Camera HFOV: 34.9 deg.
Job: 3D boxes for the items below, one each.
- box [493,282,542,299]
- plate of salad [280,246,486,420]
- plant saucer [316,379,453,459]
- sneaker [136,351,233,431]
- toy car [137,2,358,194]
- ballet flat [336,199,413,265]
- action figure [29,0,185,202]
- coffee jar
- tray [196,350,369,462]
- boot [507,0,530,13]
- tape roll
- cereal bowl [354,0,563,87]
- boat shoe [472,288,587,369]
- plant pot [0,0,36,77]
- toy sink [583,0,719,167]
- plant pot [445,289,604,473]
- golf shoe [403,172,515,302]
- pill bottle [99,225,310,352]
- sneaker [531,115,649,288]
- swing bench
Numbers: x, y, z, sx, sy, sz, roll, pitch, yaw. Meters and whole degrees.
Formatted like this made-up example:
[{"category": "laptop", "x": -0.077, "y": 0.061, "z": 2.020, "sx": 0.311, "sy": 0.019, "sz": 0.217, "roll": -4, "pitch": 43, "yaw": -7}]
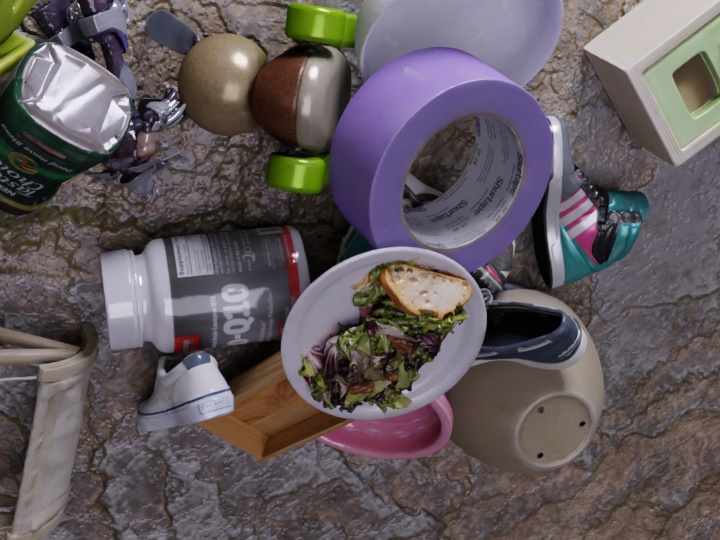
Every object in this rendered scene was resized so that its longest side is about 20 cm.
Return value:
[{"category": "box", "x": 0.102, "y": 0.074, "z": 1.283, "sx": 0.198, "sy": 0.040, "sz": 0.138, "roll": 10, "pitch": 110, "yaw": -20}, {"category": "plate of salad", "x": 0.025, "y": 0.068, "z": 1.061, "sx": 0.197, "sy": 0.048, "sz": 0.202, "roll": -8, "pitch": 126, "yaw": -11}, {"category": "plant saucer", "x": 0.004, "y": 0.131, "z": 1.213, "sx": 0.198, "sy": 0.051, "sz": 0.201, "roll": 12, "pitch": 146, "yaw": 8}, {"category": "sneaker", "x": -0.179, "y": 0.119, "z": 1.156, "sx": 0.072, "sy": 0.199, "sz": 0.072, "roll": -11, "pitch": 85, "yaw": -31}, {"category": "toy car", "x": -0.113, "y": -0.174, "z": 1.086, "sx": 0.197, "sy": 0.158, "sz": 0.166, "roll": 10, "pitch": 100, "yaw": 8}, {"category": "ballet flat", "x": 0.000, "y": 0.000, "z": 1.200, "sx": 0.071, "sy": 0.072, "sz": 0.202, "roll": 10, "pitch": 121, "yaw": -20}, {"category": "action figure", "x": -0.224, "y": -0.158, "z": 1.053, "sx": 0.129, "sy": 0.069, "sz": 0.202, "roll": -10, "pitch": 106, "yaw": 29}, {"category": "coffee jar", "x": -0.288, "y": -0.118, "z": 1.011, "sx": 0.104, "sy": 0.199, "sz": 0.086, "roll": 30, "pitch": 60, "yaw": -26}, {"category": "tray", "x": -0.084, "y": 0.139, "z": 1.188, "sx": 0.098, "sy": 0.037, "sz": 0.199, "roll": 33, "pitch": 142, "yaw": -21}, {"category": "boot", "x": 0.126, "y": -0.355, "z": 1.094, "sx": 0.153, "sy": 0.073, "sz": 0.202, "roll": 8, "pitch": 118, "yaw": -14}, {"category": "tape roll", "x": 0.075, "y": -0.098, "z": 1.065, "sx": 0.198, "sy": 0.085, "sz": 0.202, "roll": -16, "pitch": 125, "yaw": -23}, {"category": "cereal bowl", "x": 0.086, "y": -0.240, "z": 1.085, "sx": 0.197, "sy": 0.084, "sz": 0.201, "roll": -11, "pitch": 144, "yaw": -8}, {"category": "boat shoe", "x": 0.130, "y": 0.062, "z": 1.169, "sx": 0.062, "sy": 0.198, "sz": 0.075, "roll": 49, "pitch": 57, "yaw": -44}, {"category": "plant pot", "x": -0.356, "y": -0.248, "z": 0.914, "sx": 0.197, "sy": 0.200, "sz": 0.183, "roll": 18, "pitch": 114, "yaw": -4}, {"category": "toy sink", "x": 0.359, "y": -0.228, "z": 1.190, "sx": 0.199, "sy": 0.112, "sz": 0.131, "roll": -36, "pitch": 117, "yaw": 1}, {"category": "plant pot", "x": 0.183, "y": 0.140, "z": 1.238, "sx": 0.198, "sy": 0.135, "sz": 0.203, "roll": -6, "pitch": 114, "yaw": -13}, {"category": "golf shoe", "x": 0.081, "y": -0.054, "z": 1.215, "sx": 0.200, "sy": 0.077, "sz": 0.088, "roll": 45, "pitch": 56, "yaw": -14}, {"category": "pill bottle", "x": -0.156, "y": 0.021, "z": 1.145, "sx": 0.197, "sy": 0.114, "sz": 0.115, "roll": -7, "pitch": 114, "yaw": -13}, {"category": "sneaker", "x": 0.249, "y": -0.080, "z": 1.235, "sx": 0.119, "sy": 0.084, "sz": 0.202, "roll": -12, "pitch": 123, "yaw": -5}, {"category": "swing bench", "x": -0.370, "y": 0.156, "z": 1.132, "sx": 0.198, "sy": 0.130, "sz": 0.201, "roll": 8, "pitch": 109, "yaw": -20}]
